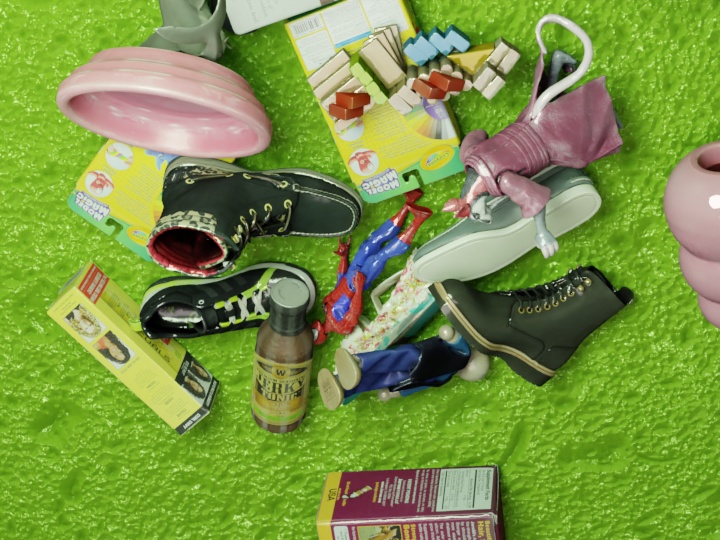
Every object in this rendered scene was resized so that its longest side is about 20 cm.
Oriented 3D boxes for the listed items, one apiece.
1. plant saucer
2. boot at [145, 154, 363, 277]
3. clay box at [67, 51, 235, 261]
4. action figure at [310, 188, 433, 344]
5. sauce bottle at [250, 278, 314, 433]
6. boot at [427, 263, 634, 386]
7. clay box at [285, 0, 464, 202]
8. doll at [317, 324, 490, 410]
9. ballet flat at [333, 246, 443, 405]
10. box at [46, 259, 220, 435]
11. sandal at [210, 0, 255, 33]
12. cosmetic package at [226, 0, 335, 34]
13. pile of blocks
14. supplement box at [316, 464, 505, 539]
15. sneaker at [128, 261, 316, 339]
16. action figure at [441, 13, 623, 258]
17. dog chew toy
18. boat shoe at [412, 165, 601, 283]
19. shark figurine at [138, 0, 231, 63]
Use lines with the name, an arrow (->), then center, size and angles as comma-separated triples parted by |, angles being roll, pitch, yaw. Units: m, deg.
plant saucer -> -0.177, -0.156, 1.310 | 0.199, 0.201, 0.051 | 9, 79, 2
boot -> -0.102, -0.041, 1.362 | 0.202, 0.154, 0.074 | 11, 119, -2
clay box -> -0.201, -0.114, 1.443 | 0.115, 0.048, 0.200 | 36, 115, -13
action figure -> 0.000, 0.000, 1.468 | 0.051, 0.066, 0.200 | 15, 119, -32
sauce bottle -> -0.082, 0.090, 1.488 | 0.064, 0.065, 0.201 | 8, 136, 2
boot -> 0.173, 0.025, 1.436 | 0.138, 0.078, 0.200 | -42, 138, 18
clay box -> 0.019, -0.174, 1.380 | 0.114, 0.048, 0.201 | -18, 114, 13
doll -> 0.052, 0.102, 1.471 | 0.199, 0.049, 0.137 | -6, 149, -36
ballet flat -> 0.026, 0.055, 1.500 | 0.064, 0.076, 0.200 | 48, 110, 17
box -> -0.242, 0.084, 1.532 | 0.050, 0.075, 0.200 | -40, 104, 20
sandal -> -0.099, -0.317, 1.335 | 0.076, 0.043, 0.201 | 9, 117, 2
cosmetic package -> -0.040, -0.300, 1.292 | 0.199, 0.074, 0.102 | -20, 120, 2
pile of blocks -> 0.048, -0.183, 1.306 | 0.199, 0.062, 0.082 | -13, 113, 7
supplement box -> 0.060, 0.299, 1.584 | 0.199, 0.103, 0.132 | -3, 115, 9
sneaker -> -0.144, 0.045, 1.495 | 0.199, 0.083, 0.072 | -9, 115, 11
action figure -> 0.158, -0.113, 1.323 | 0.134, 0.200, 0.149 | 39, 158, 31
dog chew toy -> 0.363, -0.025, 1.387 | 0.124, 0.125, 0.201 | -7, 123, 10
boat shoe -> 0.140, -0.050, 1.418 | 0.199, 0.062, 0.073 | -25, 147, 9
shark figurine -> -0.166, -0.217, 1.304 | 0.089, 0.215, 0.129 | -21, 122, -6
